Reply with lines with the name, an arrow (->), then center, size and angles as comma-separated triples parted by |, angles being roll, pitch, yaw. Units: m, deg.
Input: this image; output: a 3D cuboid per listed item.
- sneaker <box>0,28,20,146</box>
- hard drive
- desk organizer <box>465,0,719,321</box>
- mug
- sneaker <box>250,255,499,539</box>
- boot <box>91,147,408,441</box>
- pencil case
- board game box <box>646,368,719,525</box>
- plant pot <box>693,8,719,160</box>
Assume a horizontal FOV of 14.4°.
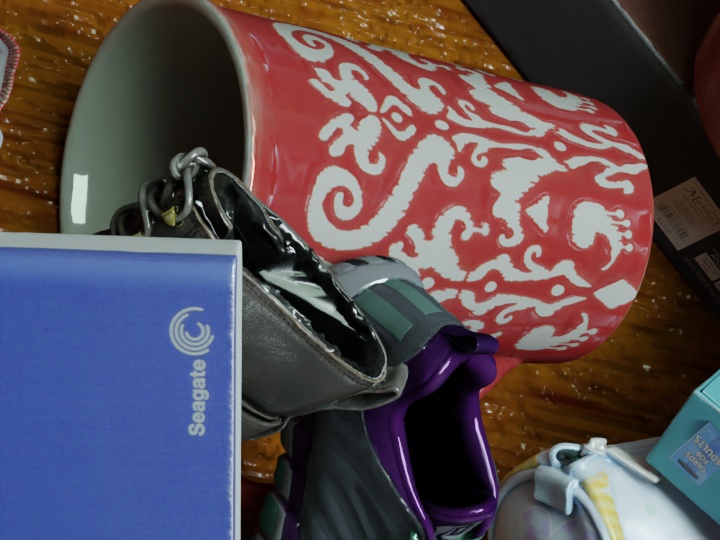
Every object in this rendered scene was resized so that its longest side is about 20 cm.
sneaker -> -0.180, -0.089, 0.968 | 0.112, 0.072, 0.200 | -8, 39, -13
hard drive -> -0.139, 0.052, 0.921 | 0.199, 0.025, 0.133 | 2, 111, 2
desk organizer -> 0.135, -0.085, 1.226 | 0.200, 0.072, 0.077 | 51, 51, -7
mug -> -0.005, -0.008, 1.095 | 0.199, 0.178, 0.133 | 6, 26, -35
sneaker -> 0.009, 0.100, 1.011 | 0.074, 0.087, 0.201 | -13, 117, -31
boot -> -0.101, 0.007, 0.968 | 0.200, 0.174, 0.069 | 38, 41, -19
pencil case -> 0.145, 0.098, 1.154 | 0.199, 0.083, 0.091 | -11, 97, -36
board game box -> 0.226, 0.065, 1.131 | 0.151, 0.047, 0.200 | 41, 44, 12
plant pot -> 0.241, -0.110, 1.120 | 0.200, 0.196, 0.202 | 16, 46, -18
